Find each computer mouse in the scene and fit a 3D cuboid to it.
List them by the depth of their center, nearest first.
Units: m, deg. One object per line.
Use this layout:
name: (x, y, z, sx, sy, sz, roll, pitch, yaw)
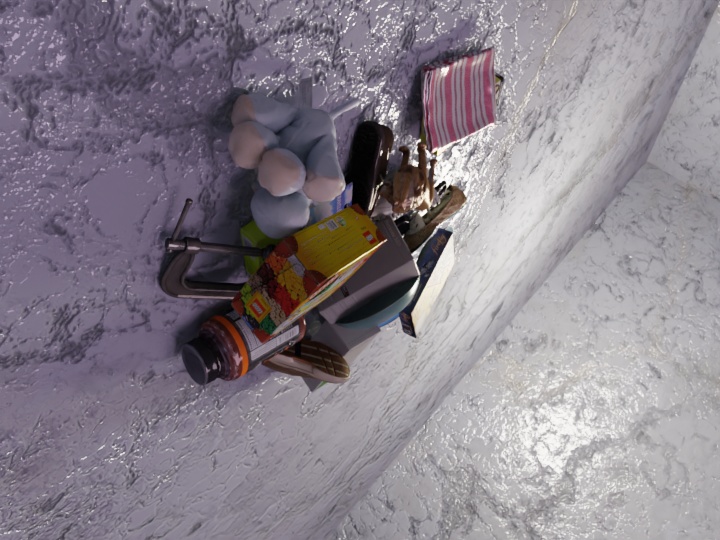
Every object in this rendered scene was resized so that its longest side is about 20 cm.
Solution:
computer mouse: (0.105, -0.122, 1.203, 0.200, 0.034, 0.059, -43, 155, 1)

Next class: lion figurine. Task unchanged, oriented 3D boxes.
lion figurine: (0.101, -0.146, 1.007, 0.199, 0.071, 0.125, 17, 73, -62)

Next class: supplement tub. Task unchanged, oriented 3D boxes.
supplement tub: (-0.193, 0.111, 0.939, 0.199, 0.107, 0.108, -28, 147, -41)

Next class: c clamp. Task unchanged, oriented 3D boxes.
c clamp: (-0.193, -0.012, 0.803, 0.198, 0.027, 0.171, 10, 130, -47)

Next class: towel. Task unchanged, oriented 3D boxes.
towel: (0.186, -0.311, 1.030, 0.198, 0.030, 0.149, -28, 123, -32)

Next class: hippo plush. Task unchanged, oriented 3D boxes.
hippo plush: (-0.109, -0.138, 0.754, 0.161, 0.157, 0.203, 128, -25, -48)

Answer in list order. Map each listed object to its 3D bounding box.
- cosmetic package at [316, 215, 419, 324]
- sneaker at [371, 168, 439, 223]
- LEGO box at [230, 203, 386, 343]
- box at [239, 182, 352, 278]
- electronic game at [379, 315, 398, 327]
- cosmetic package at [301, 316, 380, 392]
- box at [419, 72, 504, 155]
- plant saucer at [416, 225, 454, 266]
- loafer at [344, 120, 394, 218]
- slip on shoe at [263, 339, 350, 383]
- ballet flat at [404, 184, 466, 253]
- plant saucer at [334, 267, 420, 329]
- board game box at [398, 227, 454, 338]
cosmetic package: (0.000, 0.000, 1.053, 0.198, 0.108, 0.090, -32, 155, 4)
sneaker: (0.066, -0.145, 1.102, 0.198, 0.075, 0.082, -23, 113, -32)
LEGO box: (-0.071, -0.001, 0.829, 0.149, 0.077, 0.200, -44, 175, 36)
box: (-0.100, -0.066, 0.928, 0.199, 0.048, 0.123, -37, 152, -28)
electronic game: (0.031, 0.094, 1.308, 0.197, 0.042, 0.201, -19, 153, -10)
cosmetic package: (-0.055, 0.166, 1.224, 0.107, 0.085, 0.200, -25, 162, -41)
box: (0.198, -0.312, 1.110, 0.199, 0.050, 0.076, -40, 154, -24)
plant saucer: (0.161, -0.013, 1.318, 0.202, 0.038, 0.203, -51, 153, -39)
loafer: (0.018, -0.158, 0.976, 0.070, 0.073, 0.202, -23, 143, -44)
slip on shoe: (-0.116, 0.177, 1.104, 0.197, 0.077, 0.061, 20, 130, -21)
ballet flat: (0.152, -0.120, 1.285, 0.200, 0.070, 0.065, -44, 116, -6)
plant saucer: (0.035, 0.058, 1.110, 0.199, 0.199, 0.036, -38, 109, -27)
board game box: (0.143, 0.028, 1.210, 0.202, 0.034, 0.136, -60, 158, -20)
